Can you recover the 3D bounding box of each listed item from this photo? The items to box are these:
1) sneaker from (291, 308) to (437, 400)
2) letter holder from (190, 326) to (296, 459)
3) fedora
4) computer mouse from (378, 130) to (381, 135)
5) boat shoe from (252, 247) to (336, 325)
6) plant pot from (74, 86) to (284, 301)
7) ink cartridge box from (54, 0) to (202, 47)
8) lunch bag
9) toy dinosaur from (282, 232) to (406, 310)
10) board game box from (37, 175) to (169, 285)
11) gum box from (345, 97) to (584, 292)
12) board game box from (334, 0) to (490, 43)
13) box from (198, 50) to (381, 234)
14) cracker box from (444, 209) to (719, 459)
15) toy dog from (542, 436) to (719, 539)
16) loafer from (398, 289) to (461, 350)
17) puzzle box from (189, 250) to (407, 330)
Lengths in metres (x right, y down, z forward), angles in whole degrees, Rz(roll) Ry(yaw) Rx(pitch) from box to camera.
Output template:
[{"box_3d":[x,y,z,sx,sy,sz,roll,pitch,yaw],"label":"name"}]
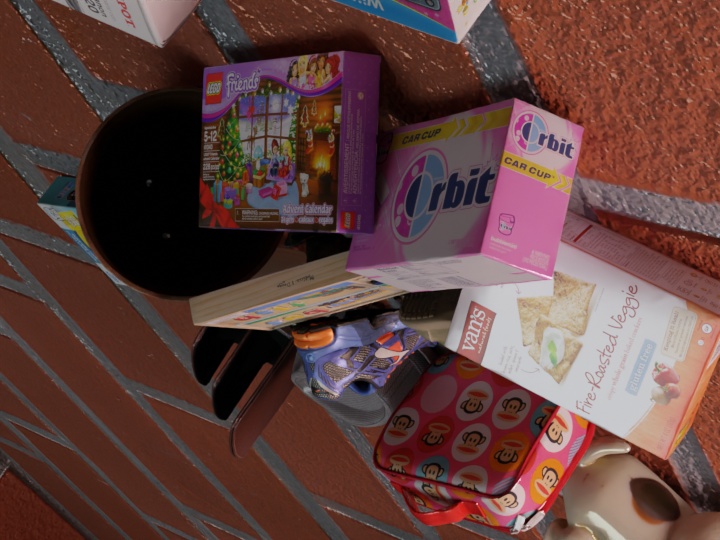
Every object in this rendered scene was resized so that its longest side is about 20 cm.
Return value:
[{"box_3d":[0.006,0.078,1.454,0.075,0.079,0.200,1,-174,40],"label":"sneaker"},{"box_3d":[-0.147,0.129,1.780,0.101,0.142,0.200,31,164,8],"label":"letter holder"},{"box_3d":[-0.009,0.103,1.620,0.200,0.090,0.177,13,150,44],"label":"fedora"},{"box_3d":[0.008,-0.075,1.273,0.200,0.053,0.138,40,159,-14],"label":"computer mouse"},{"box_3d":[-0.087,0.020,1.538,0.200,0.073,0.062,22,150,42],"label":"boat shoe"},{"box_3d":[-0.170,-0.065,1.416,0.187,0.187,0.200,38,173,-8],"label":"plant pot"},{"box_3d":[-0.221,-0.271,1.150,0.200,0.085,0.146,24,156,22],"label":"ink cartridge box"},{"box_3d":[0.111,0.172,1.474,0.200,0.176,0.082,10,147,48],"label":"lunch bag"},{"box_3d":[0.000,0.000,1.412,0.200,0.077,0.102,34,172,13],"label":"toy dinosaur"},{"box_3d":[-0.263,-0.038,1.753,0.200,0.047,0.151,8,147,49],"label":"board game box"},{"box_3d":[0.070,-0.050,1.130,0.066,0.114,0.200,19,167,-28],"label":"gum box"},{"box_3d":[-0.001,-0.243,0.918,0.147,0.064,0.200,24,157,27],"label":"board game box"},{"box_3d":[-0.061,-0.099,1.217,0.039,0.137,0.200,2,-179,-38],"label":"box"},{"box_3d":[0.176,0.039,1.175,0.200,0.058,0.134,27,123,20],"label":"cracker box"},{"box_3d":[0.298,0.259,1.482,0.200,0.140,0.194,22,119,33],"label":"toy dog"},{"box_3d":[0.121,0.036,1.318,0.068,0.076,0.200,38,158,-34],"label":"loafer"},{"box_3d":[-0.029,0.015,1.309,0.200,0.025,0.133,-16,169,26],"label":"puzzle box"}]
